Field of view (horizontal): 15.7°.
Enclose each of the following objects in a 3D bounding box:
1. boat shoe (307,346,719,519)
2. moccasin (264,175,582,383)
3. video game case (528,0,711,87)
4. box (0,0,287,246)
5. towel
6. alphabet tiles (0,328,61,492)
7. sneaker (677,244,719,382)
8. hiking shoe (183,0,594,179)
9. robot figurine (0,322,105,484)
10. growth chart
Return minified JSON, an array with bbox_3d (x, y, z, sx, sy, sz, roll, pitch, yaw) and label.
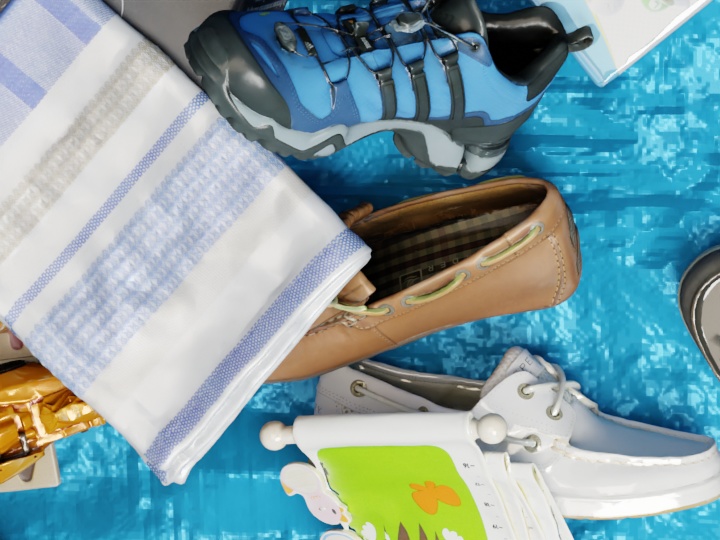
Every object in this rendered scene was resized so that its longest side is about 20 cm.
[{"bbox_3d":[0.072,0.071,1.208,0.199,0.071,0.070,5,101,13],"label":"boat shoe"},{"bbox_3d":[0.000,0.001,1.200,0.201,0.074,0.078,-10,141,15],"label":"moccasin"},{"bbox_3d":[0.141,-0.200,1.174,0.200,0.018,0.143,-39,90,16],"label":"video game case"},{"bbox_3d":[-0.115,-0.134,1.196,0.148,0.107,0.200,24,103,7],"label":"box"},{"bbox_3d":[-0.109,-0.020,1.148,0.200,0.024,0.147,43,105,3],"label":"towel"},{"bbox_3d":[-0.252,0.071,1.313,0.199,0.008,0.168,-7,97,14],"label":"alphabet tiles"},{"bbox_3d":[0.219,0.068,1.156,0.200,0.106,0.075,43,105,3],"label":"sneaker"},{"bbox_3d":[0.009,-0.097,1.134,0.087,0.200,0.074,-47,59,29],"label":"hiking shoe"},{"bbox_3d":[-0.229,0.057,1.238,0.200,0.058,0.145,-19,98,-16],"label":"robot figurine"},{"bbox_3d":[0.047,0.138,1.206,0.144,0.018,0.200,-13,121,35],"label":"growth chart"}]
